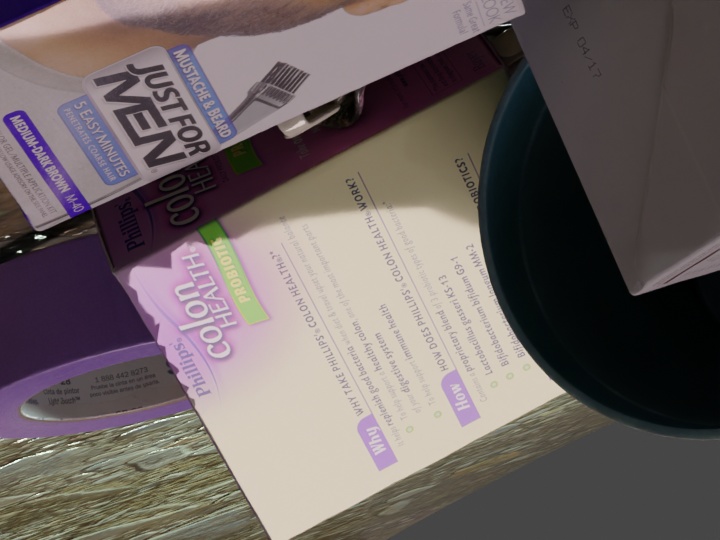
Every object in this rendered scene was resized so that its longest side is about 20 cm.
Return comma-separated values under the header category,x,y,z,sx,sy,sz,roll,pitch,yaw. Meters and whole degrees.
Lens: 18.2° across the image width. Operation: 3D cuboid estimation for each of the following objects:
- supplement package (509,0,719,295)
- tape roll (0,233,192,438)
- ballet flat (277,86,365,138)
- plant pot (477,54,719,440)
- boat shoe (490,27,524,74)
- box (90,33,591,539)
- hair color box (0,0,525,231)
category,x,y,z,sx,sy,sz,roll,pitch,yaw
supplement package,0.141,-0.120,0.820,0.111,0.201,0.156,-14,165,-39
tape roll,-0.129,0.035,1.245,0.199,0.066,0.200,-14,167,-3
ballet flat,-0.043,-0.090,0.920,0.069,0.071,0.200,-26,168,19
plant pot,0.180,-0.024,0.995,0.199,0.201,0.188,-28,163,22
boat shoe,0.097,-0.079,1.234,0.074,0.069,0.200,-24,170,-2
box,0.000,0.000,1.074,0.199,0.176,0.097,-28,-149,-1
hair color box,-0.052,-0.102,0.793,0.199,0.065,0.109,-25,145,2
